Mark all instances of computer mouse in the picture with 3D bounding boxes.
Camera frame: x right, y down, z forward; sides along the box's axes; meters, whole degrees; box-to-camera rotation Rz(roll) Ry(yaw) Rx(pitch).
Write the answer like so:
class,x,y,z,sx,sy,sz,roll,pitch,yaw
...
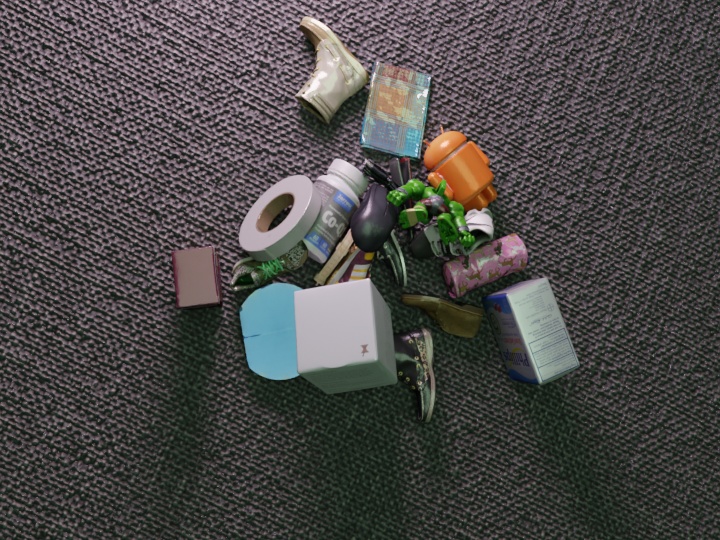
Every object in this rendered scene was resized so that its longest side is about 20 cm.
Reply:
class,x,y,z,sx,sy,sz,roll,pitch,yaw
computer mouse,0.038,-0.130,1.584,0.138,0.052,0.203,38,53,-25

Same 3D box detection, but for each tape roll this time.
class,x,y,z,sx,sy,sz,roll,pitch,yaw
tape roll,-0.168,-0.110,1.589,0.204,0.202,0.037,-51,126,-8

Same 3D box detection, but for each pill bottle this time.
class,x,y,z,sx,sy,sz,roll,pitch,yaw
pill bottle,-0.071,-0.130,1.643,0.112,0.114,0.203,33,82,-5

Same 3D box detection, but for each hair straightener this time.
class,x,y,z,sx,sy,sz,roll,pitch,yaw
hair straightener,0.083,-0.149,1.699,0.076,0.040,0.206,-5,92,-41

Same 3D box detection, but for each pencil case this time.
class,x,y,z,sx,sy,sz,roll,pitch,yaw
pencil case,0.278,-0.010,1.706,0.195,0.083,0.088,-21,71,-10

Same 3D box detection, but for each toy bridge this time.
class,x,y,z,sx,sy,sz,roll,pitch,yaw
toy bridge,-0.039,-0.049,1.639,0.027,0.067,0.202,34,98,-6

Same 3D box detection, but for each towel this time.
class,x,y,z,sx,sy,sz,roll,pitch,yaw
towel,0.081,-0.361,1.731,0.143,0.022,0.206,11,84,-9

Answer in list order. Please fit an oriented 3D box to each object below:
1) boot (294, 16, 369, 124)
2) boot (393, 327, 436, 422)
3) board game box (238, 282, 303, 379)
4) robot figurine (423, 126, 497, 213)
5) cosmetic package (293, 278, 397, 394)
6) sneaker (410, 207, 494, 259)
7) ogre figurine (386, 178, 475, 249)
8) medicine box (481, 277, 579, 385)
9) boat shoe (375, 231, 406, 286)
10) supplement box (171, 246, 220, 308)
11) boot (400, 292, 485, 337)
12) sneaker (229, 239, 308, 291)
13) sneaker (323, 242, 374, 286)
class,x,y,z,sx,sy,sz,roll,pitch,yaw
boot,-0.096,-0.443,1.686,0.200,0.072,0.155,45,83,-4
boot,0.087,0.227,1.661,0.146,0.073,0.206,1,82,-10
board game box,-0.175,0.132,1.646,0.153,0.039,0.206,-11,85,-3
robot figurine,0.219,-0.223,1.697,0.143,0.117,0.202,-37,93,5
cosmetic package,-0.027,0.139,1.546,0.163,0.200,0.171,-9,68,11
sneaker,0.199,-0.065,1.663,0.196,0.090,0.075,-24,126,18
ogre figurine,0.154,-0.128,1.604,0.194,0.121,0.100,12,125,7
medicine box,0.365,0.131,1.657,0.101,0.182,0.205,-20,88,-9
boat shoe,0.052,-0.058,1.678,0.059,0.074,0.205,-16,85,-9
supplement box,-0.327,0.019,1.546,0.083,0.200,0.114,-6,87,-8
boot,0.178,0.097,1.691,0.195,0.074,0.078,16,93,-10
sneaker,-0.193,-0.001,1.587,0.197,0.089,0.078,-27,109,24
sneaker,0.000,0.000,1.651,0.089,0.075,0.201,37,107,-9
